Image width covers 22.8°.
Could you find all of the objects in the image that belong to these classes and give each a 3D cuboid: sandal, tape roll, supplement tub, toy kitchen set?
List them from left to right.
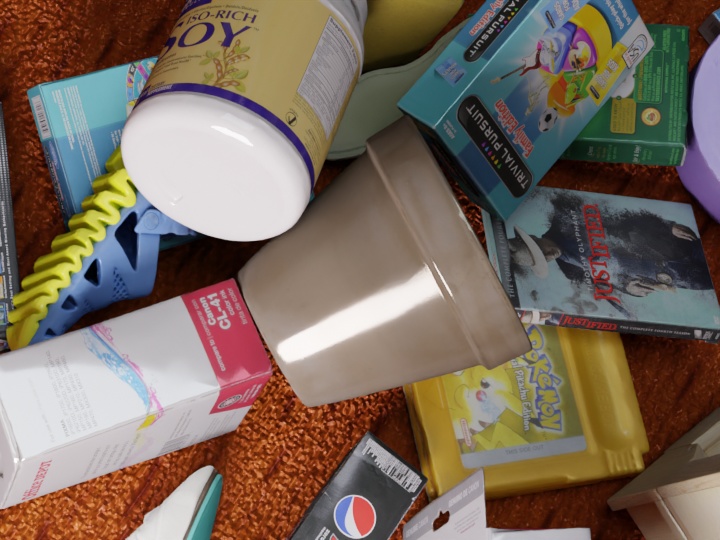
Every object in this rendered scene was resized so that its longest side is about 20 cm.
[{"bbox_3d":[-0.190,-0.006,1.353,0.087,0.079,0.200,42,74,-23],"label":"sandal"},{"bbox_3d":[-0.081,-0.139,1.335,0.145,0.146,0.201,25,55,-6],"label":"supplement tub"},{"bbox_3d":[0.382,-0.130,1.591,0.199,0.085,0.201,1,78,-4],"label":"tape roll"},{"bbox_3d":[0.348,0.186,1.422,0.200,0.180,0.164,-34,91,-26],"label":"toy kitchen set"}]

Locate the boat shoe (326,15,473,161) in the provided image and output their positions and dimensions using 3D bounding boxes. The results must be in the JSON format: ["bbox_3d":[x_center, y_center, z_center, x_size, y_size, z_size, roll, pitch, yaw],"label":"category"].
[{"bbox_3d":[0.052,-0.146,1.516,0.199,0.066,0.075,-35,63,7],"label":"boat shoe"}]

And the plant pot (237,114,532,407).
[{"bbox_3d":[0.008,0.010,1.343,0.173,0.200,0.201,-27,78,2],"label":"plant pot"}]

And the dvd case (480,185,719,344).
[{"bbox_3d":[0.205,-0.008,1.528,0.199,0.022,0.147,6,49,-13],"label":"dvd case"}]

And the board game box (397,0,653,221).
[{"bbox_3d":[0.138,-0.160,1.446,0.200,0.151,0.047,-50,51,-5],"label":"board game box"}]

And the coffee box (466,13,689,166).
[{"bbox_3d":[0.185,-0.158,1.558,0.199,0.044,0.124,3,67,6],"label":"coffee box"}]

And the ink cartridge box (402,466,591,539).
[{"bbox_3d":[0.099,0.252,1.317,0.083,0.200,0.177,3,70,-16],"label":"ink cartridge box"}]

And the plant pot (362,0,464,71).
[{"bbox_3d":[-0.011,-0.277,1.503,0.199,0.194,0.197,20,65,-14],"label":"plant pot"}]

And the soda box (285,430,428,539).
[{"bbox_3d":[-0.032,0.224,1.360,0.063,0.071,0.200,37,63,1],"label":"soda box"}]

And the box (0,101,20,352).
[{"bbox_3d":[-0.349,-0.032,1.378,0.159,0.044,0.201,-2,70,-19],"label":"box"}]

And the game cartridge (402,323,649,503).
[{"bbox_3d":[0.133,0.097,1.483,0.199,0.032,0.177,-7,72,-19],"label":"game cartridge"}]

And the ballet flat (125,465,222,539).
[{"bbox_3d":[-0.155,0.235,1.328,0.069,0.069,0.201,17,66,-10],"label":"ballet flat"}]

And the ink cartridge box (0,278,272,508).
[{"bbox_3d":[-0.181,0.093,1.324,0.199,0.148,0.086,-16,75,-23],"label":"ink cartridge box"}]

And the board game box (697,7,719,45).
[{"bbox_3d":[0.430,-0.187,1.683,0.134,0.034,0.200,-33,82,-25],"label":"board game box"}]

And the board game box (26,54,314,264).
[{"bbox_3d":[-0.150,-0.098,1.437,0.199,0.047,0.152,-17,97,-23],"label":"board game box"}]
